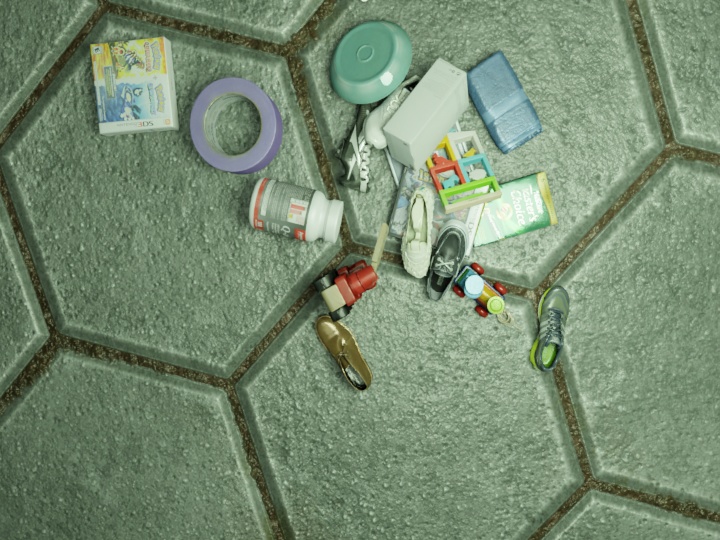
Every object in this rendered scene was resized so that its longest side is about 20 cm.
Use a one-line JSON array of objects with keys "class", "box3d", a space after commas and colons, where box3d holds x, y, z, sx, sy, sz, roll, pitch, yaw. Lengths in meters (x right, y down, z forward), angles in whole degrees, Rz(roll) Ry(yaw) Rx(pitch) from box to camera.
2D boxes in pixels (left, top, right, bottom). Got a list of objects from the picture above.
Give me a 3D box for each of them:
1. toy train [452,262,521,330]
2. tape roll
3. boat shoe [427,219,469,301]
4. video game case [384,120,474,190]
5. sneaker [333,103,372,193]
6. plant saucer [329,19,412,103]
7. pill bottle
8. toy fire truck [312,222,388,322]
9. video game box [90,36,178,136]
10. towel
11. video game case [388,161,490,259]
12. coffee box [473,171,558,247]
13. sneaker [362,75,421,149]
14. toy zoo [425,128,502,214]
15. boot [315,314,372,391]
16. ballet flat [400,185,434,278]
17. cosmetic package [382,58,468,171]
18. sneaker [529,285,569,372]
[{"class": "toy train", "box3d": [0.300, 0.074, 1.301, 0.199, 0.116, 0.085, 41, 96, 0]}, {"class": "tape roll", "box3d": [-0.278, -0.324, 1.320, 0.194, 0.085, 0.206, 0, 96, 4]}, {"class": "boat shoe", "box3d": [0.185, -0.016, 1.274, 0.070, 0.068, 0.203, 20, 132, 6]}, {"class": "video game case", "box3d": [0.153, -0.262, 1.329, 0.178, 0.023, 0.204, -20, 93, 5]}, {"class": "sneaker", "box3d": [-0.015, -0.280, 1.316, 0.088, 0.067, 0.206, 4, 97, 1]}, {"class": "plant saucer", "box3d": [0.015, -0.465, 1.272, 0.195, 0.036, 0.205, -5, 75, 20]}, {"class": "pill bottle", "box3d": [-0.143, -0.131, 1.311, 0.195, 0.116, 0.119, 13, 96, 3]}, {"class": "toy fire truck", "box3d": [0.000, 0.000, 1.284, 0.197, 0.176, 0.131, -29, 92, 5]}, {"class": "video game box", "box3d": [-0.520, -0.422, 1.346, 0.177, 0.047, 0.206, -5, 95, 1]}, {"class": "towel", "box3d": [0.315, -0.371, 1.297, 0.110, 0.049, 0.203, -29, 93, 5]}, {"class": "video game case", "box3d": [0.174, -0.141, 1.303, 0.195, 0.025, 0.185, 17, 100, 9]}, {"class": "coffee box", "box3d": [0.334, -0.138, 1.317, 0.195, 0.044, 0.126, -15, 94, 5]}, {"class": "sneaker", "box3d": [0.070, -0.348, 1.257, 0.074, 0.087, 0.202, 34, 66, -9]}, {"class": "toy zoo", "box3d": [0.212, -0.228, 1.266, 0.128, 0.021, 0.204, -16, 66, -5]}, {"class": "boot", "box3d": [-0.038, 0.191, 1.354, 0.073, 0.075, 0.202, -35, 91, 7]}, {"class": "ballet flat", "box3d": [0.122, -0.083, 1.276, 0.070, 0.072, 0.206, 3, 98, 3]}, {"class": "cosmetic package", "box3d": [0.142, -0.327, 1.237, 0.081, 0.113, 0.201, 35, 79, 24]}, {"class": "sneaker", "box3d": [0.437, 0.137, 1.316, 0.072, 0.081, 0.206, 7, 95, 2]}]
